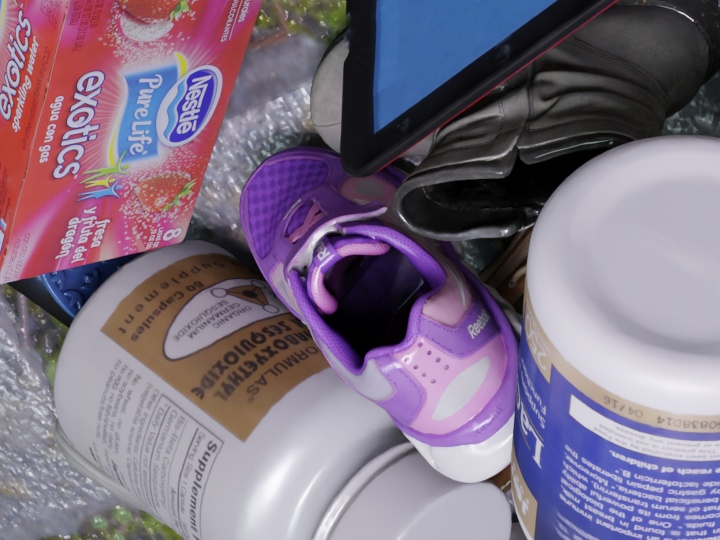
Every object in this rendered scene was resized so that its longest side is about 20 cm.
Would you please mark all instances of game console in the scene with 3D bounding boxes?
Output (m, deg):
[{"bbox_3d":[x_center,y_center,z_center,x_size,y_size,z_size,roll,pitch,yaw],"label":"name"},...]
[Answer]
[{"bbox_3d":[0.024,-0.165,0.956,0.173,0.119,0.200,49,132,-9],"label":"game console"}]

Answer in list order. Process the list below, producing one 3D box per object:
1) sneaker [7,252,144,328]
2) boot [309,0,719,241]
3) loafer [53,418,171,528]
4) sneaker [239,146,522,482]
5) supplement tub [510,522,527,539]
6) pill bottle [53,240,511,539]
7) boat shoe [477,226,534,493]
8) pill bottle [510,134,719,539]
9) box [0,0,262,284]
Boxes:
[{"bbox_3d":[-0.164,-0.034,1.205,0.200,0.070,0.078,47,156,-16],"label":"sneaker"},{"bbox_3d":[0.041,-0.059,1.013,0.199,0.131,0.068,-8,119,35],"label":"boot"},{"bbox_3d":[-0.061,0.108,1.235,0.199,0.070,0.070,21,148,29],"label":"loafer"},{"bbox_3d":[0.000,0.000,1.052,0.081,0.200,0.088,-50,133,7],"label":"sneaker"},{"bbox_3d":[0.090,0.234,1.185,0.145,0.146,0.200,-32,103,41],"label":"supplement tub"},{"bbox_3d":[-0.034,0.080,1.127,0.200,0.114,0.115,35,137,35],"label":"pill bottle"},{"bbox_3d":[0.071,0.035,1.096,0.075,0.074,0.200,24,132,-1],"label":"boat shoe"},{"bbox_3d":[0.113,0.055,0.940,0.115,0.116,0.201,21,144,16],"label":"pill bottle"},{"bbox_3d":[-0.112,-0.100,1.060,0.100,0.095,0.200,58,146,29],"label":"box"}]
